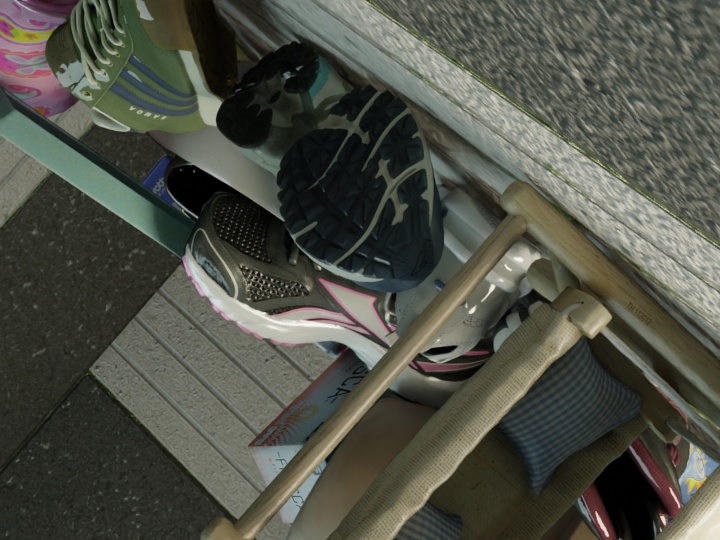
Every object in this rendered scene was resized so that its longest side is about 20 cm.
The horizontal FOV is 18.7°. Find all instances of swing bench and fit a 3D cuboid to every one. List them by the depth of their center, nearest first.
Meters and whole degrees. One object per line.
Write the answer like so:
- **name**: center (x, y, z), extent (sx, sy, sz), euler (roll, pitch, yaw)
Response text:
- **swing bench**: center (0.080, 0.112, 0.902), extent (0.200, 0.199, 0.130), euler (40, 175, 18)

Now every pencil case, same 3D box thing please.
- **pencil case**: center (-0.179, -0.147, 1.211), extent (0.087, 0.088, 0.200), euler (42, 161, -3)

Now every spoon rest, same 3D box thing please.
- **spoon rest**: center (-0.049, -0.069, 1.205), extent (0.200, 0.099, 0.061), euler (33, 129, 54)

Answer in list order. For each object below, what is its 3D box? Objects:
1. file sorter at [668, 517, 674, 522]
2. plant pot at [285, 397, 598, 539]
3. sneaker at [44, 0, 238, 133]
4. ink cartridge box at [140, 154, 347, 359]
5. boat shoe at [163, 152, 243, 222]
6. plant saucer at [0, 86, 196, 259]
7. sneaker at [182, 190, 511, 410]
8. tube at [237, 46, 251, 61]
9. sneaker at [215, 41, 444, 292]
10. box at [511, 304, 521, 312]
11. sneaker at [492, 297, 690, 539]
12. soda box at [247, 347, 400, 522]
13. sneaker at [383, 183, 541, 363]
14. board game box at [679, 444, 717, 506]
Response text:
- **file sorter**: center (0.227, 0.230, 1.184), extent (0.122, 0.140, 0.200), euler (4, 162, 21)
- **plant pot**: center (0.057, 0.164, 1.221), extent (0.173, 0.201, 0.200), euler (33, 176, 11)
- **sneaker**: center (-0.115, -0.110, 1.082), extent (0.200, 0.089, 0.068), euler (69, -164, -75)
- **ink cartridge box**: center (-0.085, -0.017, 1.475), extent (0.200, 0.042, 0.119), euler (37, 177, 4)
- **boat shoe**: center (-0.033, -0.020, 1.304), extent (0.199, 0.075, 0.073), euler (24, -153, 17)
- **plant saucer**: center (-0.130, -0.040, 1.229), extent (0.200, 0.019, 0.070), euler (35, -176, -24)
- **sneaker**: center (0.000, 0.000, 1.220), extent (0.199, 0.086, 0.081), euler (23, -133, -23)
- **tube**: center (-0.090, -0.116, 1.332), extent (0.058, 0.052, 0.200), euler (41, 177, 29)
- **sneaker**: center (0.006, -0.041, 1.016), extent (0.086, 0.078, 0.200), euler (41, -172, -32)
- **box**: center (0.083, 0.144, 1.398), extent (0.158, 0.200, 0.050), euler (44, -177, -34)
- **sneaker**: center (0.126, 0.100, 1.062), extent (0.200, 0.075, 0.116), euler (45, -160, -54)
- **soda box**: center (0.014, 0.089, 1.475), extent (0.068, 0.200, 0.064), euler (-6, 117, 42)
- **sneaker**: center (0.038, 0.006, 1.095), extent (0.075, 0.082, 0.200), euler (41, 179, 6)
- **board game box**: center (0.163, 0.113, 1.302), extent (0.200, 0.035, 0.135), euler (44, 166, -31)
